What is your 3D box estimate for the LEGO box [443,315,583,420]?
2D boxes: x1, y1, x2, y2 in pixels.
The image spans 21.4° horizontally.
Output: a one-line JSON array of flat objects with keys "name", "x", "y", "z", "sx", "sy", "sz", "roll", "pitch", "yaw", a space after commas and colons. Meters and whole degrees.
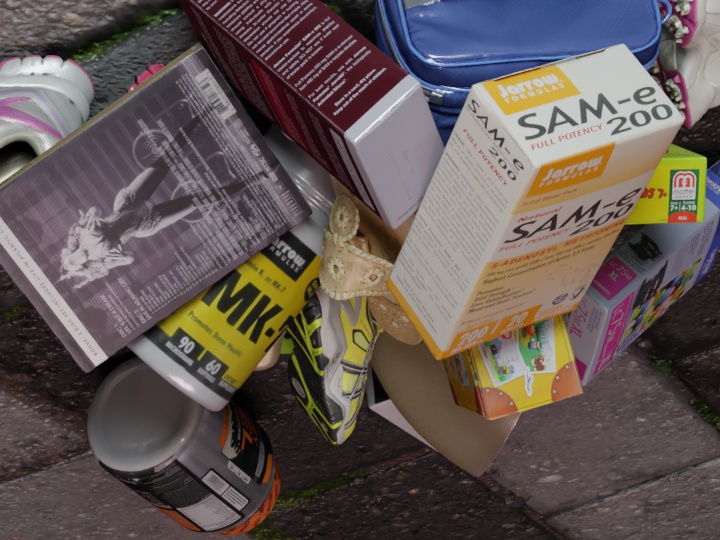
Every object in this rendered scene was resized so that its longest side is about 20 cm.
[{"name": "LEGO box", "x": 0.091, "y": 0.001, "z": 1.425, "sx": 0.076, "sy": 0.202, "sz": 0.149, "roll": -16, "pitch": -178, "yaw": -6}]

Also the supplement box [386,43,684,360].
[{"name": "supplement box", "x": 0.109, "y": -0.042, "z": 1.232, "sx": 0.125, "sy": 0.074, "sz": 0.201, "roll": -19, "pitch": 150, "yaw": -30}]

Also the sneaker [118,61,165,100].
[{"name": "sneaker", "x": -0.159, "y": -0.044, "z": 1.362, "sx": 0.074, "sy": 0.081, "sz": 0.201, "roll": 26, "pitch": 104, "yaw": 7}]

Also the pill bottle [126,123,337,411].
[{"name": "pill bottle", "x": -0.088, "y": -0.006, "z": 1.426, "sx": 0.201, "sy": 0.114, "sz": 0.114, "roll": -52, "pitch": 141, "yaw": -1}]

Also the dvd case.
[{"name": "dvd case", "x": -0.152, "y": -0.041, "z": 1.323, "sx": 0.199, "sy": 0.016, "sz": 0.149, "roll": -35, "pitch": 116, "yaw": -1}]

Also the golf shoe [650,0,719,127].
[{"name": "golf shoe", "x": 0.250, "y": -0.187, "z": 1.354, "sx": 0.091, "sy": 0.076, "sz": 0.200, "roll": -23, "pitch": 151, "yaw": -5}]

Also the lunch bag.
[{"name": "lunch bag", "x": 0.110, "y": -0.162, "z": 1.279, "sx": 0.198, "sy": 0.137, "sz": 0.133, "roll": -8, "pitch": 150, "yaw": -8}]

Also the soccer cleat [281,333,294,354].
[{"name": "soccer cleat", "x": -0.043, "y": 0.008, "z": 1.595, "sx": 0.081, "sy": 0.068, "sz": 0.200, "roll": 26, "pitch": 137, "yaw": -25}]

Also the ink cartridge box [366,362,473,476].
[{"name": "ink cartridge box", "x": 0.067, "y": 0.110, "z": 1.751, "sx": 0.039, "sy": 0.100, "sz": 0.200, "roll": -21, "pitch": 148, "yaw": 23}]

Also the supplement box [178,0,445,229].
[{"name": "supplement box", "x": -0.033, "y": -0.127, "z": 1.244, "sx": 0.061, "sy": 0.200, "sz": 0.109, "roll": -42, "pitch": 149, "yaw": -9}]

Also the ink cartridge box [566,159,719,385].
[{"name": "ink cartridge box", "x": 0.244, "y": -0.003, "z": 1.564, "sx": 0.200, "sy": 0.042, "sz": 0.120, "roll": -41, "pitch": 158, "yaw": -26}]

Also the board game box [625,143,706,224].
[{"name": "board game box", "x": 0.172, "y": -0.074, "z": 1.408, "sx": 0.100, "sy": 0.048, "sz": 0.200, "roll": -1, "pitch": -169, "yaw": -11}]

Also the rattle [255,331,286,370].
[{"name": "rattle", "x": -0.123, "y": -0.022, "z": 1.554, "sx": 0.129, "sy": 0.143, "sz": 0.202, "roll": -7, "pitch": 111, "yaw": 7}]

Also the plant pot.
[{"name": "plant pot", "x": 0.082, "y": 0.052, "z": 1.603, "sx": 0.134, "sy": 0.201, "sz": 0.201, "roll": 26, "pitch": 143, "yaw": -2}]

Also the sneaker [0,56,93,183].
[{"name": "sneaker", "x": -0.284, "y": -0.093, "z": 1.325, "sx": 0.198, "sy": 0.089, "sz": 0.082, "roll": -5, "pitch": 149, "yaw": -5}]

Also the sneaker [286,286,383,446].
[{"name": "sneaker", "x": -0.014, "y": 0.069, "z": 1.546, "sx": 0.076, "sy": 0.075, "sz": 0.201, "roll": -30, "pitch": 147, "yaw": -21}]

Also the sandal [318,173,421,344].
[{"name": "sandal", "x": 0.005, "y": 0.002, "z": 1.375, "sx": 0.077, "sy": 0.070, "sz": 0.213, "roll": 24, "pitch": 152, "yaw": 29}]

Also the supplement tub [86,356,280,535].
[{"name": "supplement tub", "x": -0.157, "y": 0.167, "z": 1.765, "sx": 0.121, "sy": 0.124, "sz": 0.200, "roll": -18, "pitch": 148, "yaw": 15}]

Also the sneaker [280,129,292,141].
[{"name": "sneaker", "x": 0.016, "y": -0.117, "z": 1.376, "sx": 0.198, "sy": 0.089, "sz": 0.082, "roll": 3, "pitch": 147, "yaw": -19}]
